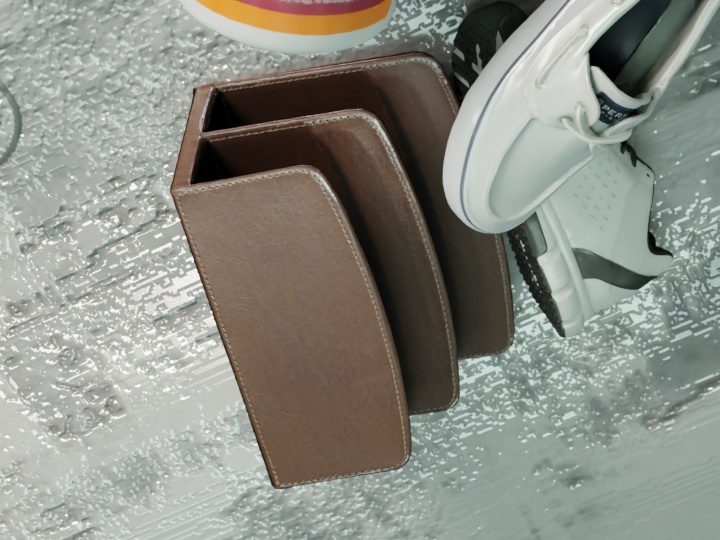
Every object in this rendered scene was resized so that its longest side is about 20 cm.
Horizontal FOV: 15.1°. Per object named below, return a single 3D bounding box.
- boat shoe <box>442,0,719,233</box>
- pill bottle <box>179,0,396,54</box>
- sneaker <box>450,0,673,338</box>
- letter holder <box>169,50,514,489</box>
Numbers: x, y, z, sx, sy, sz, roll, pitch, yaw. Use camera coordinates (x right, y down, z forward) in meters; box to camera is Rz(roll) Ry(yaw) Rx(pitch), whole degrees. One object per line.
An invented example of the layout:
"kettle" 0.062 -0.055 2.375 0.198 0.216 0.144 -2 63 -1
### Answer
"boat shoe" 0.111 -0.094 1.322 0.073 0.065 0.200 18 113 -34
"pill bottle" -0.023 -0.210 1.249 0.109 0.110 0.200 7 123 -5
"sneaker" 0.106 -0.062 1.426 0.080 0.074 0.200 -25 126 -5
"letter holder" 0.000 0.000 1.432 0.142 0.101 0.200 -9 125 12
